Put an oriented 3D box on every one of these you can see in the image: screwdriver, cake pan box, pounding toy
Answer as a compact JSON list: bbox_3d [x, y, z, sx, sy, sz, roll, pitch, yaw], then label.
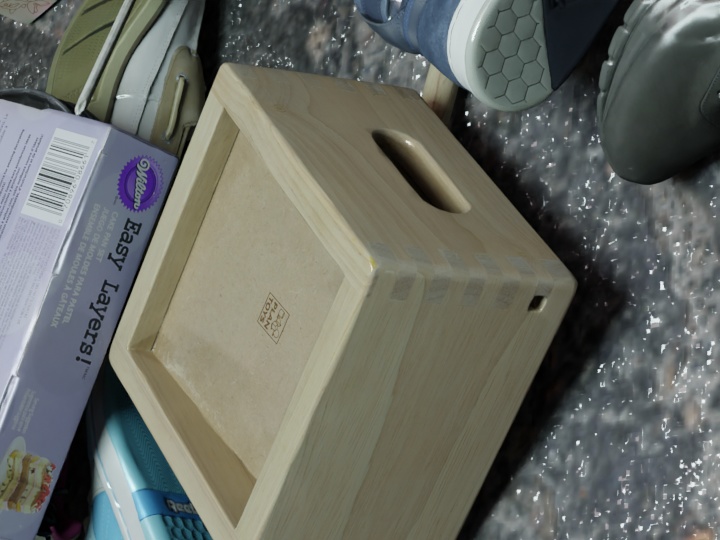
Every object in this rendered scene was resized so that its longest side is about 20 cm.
[{"bbox_3d":[-0.110,-0.130,1.198,0.028,0.029,0.200,-16,26,21],"label":"screwdriver"},{"bbox_3d":[-0.186,0.008,1.178,0.184,0.052,0.200,15,84,44],"label":"cake pan box"},{"bbox_3d":[0.000,0.000,1.092,0.200,0.142,0.184,54,129,46],"label":"pounding toy"}]

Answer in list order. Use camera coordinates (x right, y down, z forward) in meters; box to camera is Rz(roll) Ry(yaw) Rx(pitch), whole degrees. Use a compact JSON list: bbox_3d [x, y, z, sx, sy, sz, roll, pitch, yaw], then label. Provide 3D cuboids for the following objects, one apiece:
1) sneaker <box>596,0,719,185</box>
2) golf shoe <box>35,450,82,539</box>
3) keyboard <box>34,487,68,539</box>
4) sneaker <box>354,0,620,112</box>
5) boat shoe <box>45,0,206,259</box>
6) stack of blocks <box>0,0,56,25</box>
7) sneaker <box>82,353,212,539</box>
[{"bbox_3d":[0.171,-0.093,0.976,0.200,0.076,0.091,-45,54,29],"label":"sneaker"},{"bbox_3d":[-0.184,0.066,1.296,0.092,0.075,0.200,-21,68,31],"label":"golf shoe"},{"bbox_3d":[-0.191,0.144,1.185,0.200,0.040,0.104,4,81,51],"label":"keyboard"},{"bbox_3d":[0.080,-0.168,1.078,0.202,0.077,0.146,-46,32,-7],"label":"sneaker"},{"bbox_3d":[-0.115,-0.085,1.275,0.075,0.068,0.200,-13,46,49],"label":"boat shoe"},{"bbox_3d":[-0.203,-0.240,1.436,0.115,0.059,0.200,-35,52,33],"label":"stack of blocks"},{"bbox_3d":[-0.119,0.144,1.184,0.131,0.080,0.200,-39,49,28],"label":"sneaker"}]
